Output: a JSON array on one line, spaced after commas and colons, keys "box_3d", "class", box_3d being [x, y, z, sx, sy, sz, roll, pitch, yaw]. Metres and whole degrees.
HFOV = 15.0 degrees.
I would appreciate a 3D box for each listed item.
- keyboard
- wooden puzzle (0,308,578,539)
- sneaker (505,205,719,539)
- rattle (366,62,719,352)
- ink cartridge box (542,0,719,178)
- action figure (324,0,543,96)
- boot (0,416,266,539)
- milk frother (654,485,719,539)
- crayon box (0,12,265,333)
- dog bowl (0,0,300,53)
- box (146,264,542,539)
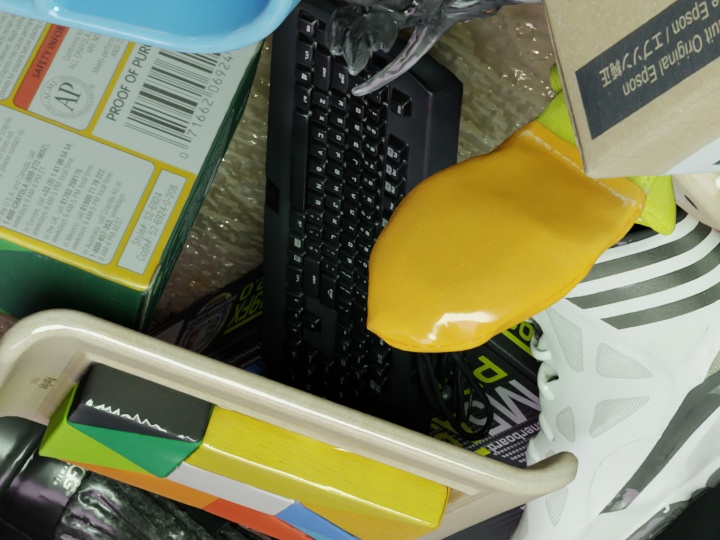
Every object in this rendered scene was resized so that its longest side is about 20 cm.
[{"box_3d": [0.000, 0.000, 0.976, 0.104, 0.040, 0.200, 27, 141, 22], "class": "keyboard"}, {"box_3d": [-0.041, 0.067, 0.982, 0.200, 0.037, 0.185, 15, 166, -9], "class": "wooden puzzle"}, {"box_3d": [0.087, 0.039, 1.004, 0.115, 0.076, 0.201, 49, 139, 8], "class": "sneaker"}, {"box_3d": [0.086, -0.005, 0.862, 0.130, 0.143, 0.200, 28, 173, 6], "class": "rattle"}, {"box_3d": [0.171, -0.086, 0.707, 0.200, 0.075, 0.165, -5, 165, -26], "class": "ink cartridge box"}, {"box_3d": [0.038, -0.129, 0.815, 0.102, 0.119, 0.200, 17, 138, 14], "class": "action figure"}, {"box_3d": [-0.096, 0.122, 1.161, 0.158, 0.079, 0.211, 34, 170, 0], "class": "boot"}, {"box_3d": [0.159, 0.146, 1.038, 0.180, 0.188, 0.200, 8, 142, 16], "class": "milk frother"}, {"box_3d": [-0.150, -0.062, 0.980, 0.200, 0.126, 0.052, 21, 144, 1], "class": "crayon box"}, {"box_3d": [-0.100, -0.128, 0.891, 0.200, 0.050, 0.112, 14, 143, 11], "class": "dog bowl"}, {"box_3d": [0.013, 0.058, 1.119, 0.160, 0.044, 0.200, 38, 141, -21], "class": "box"}]
